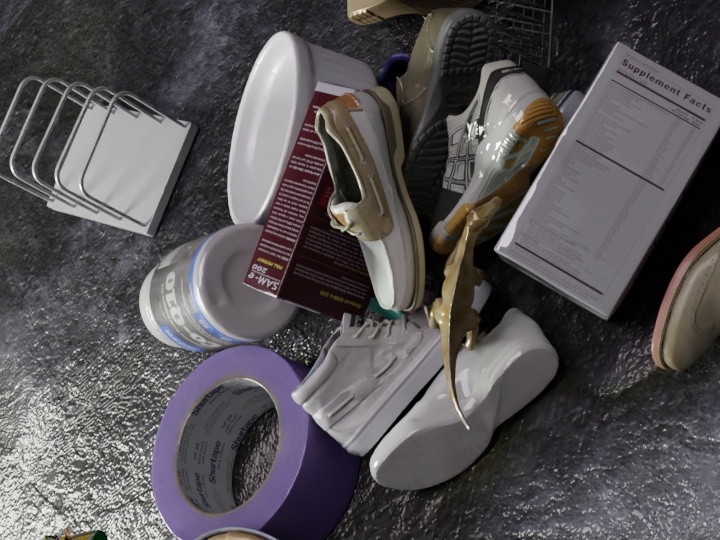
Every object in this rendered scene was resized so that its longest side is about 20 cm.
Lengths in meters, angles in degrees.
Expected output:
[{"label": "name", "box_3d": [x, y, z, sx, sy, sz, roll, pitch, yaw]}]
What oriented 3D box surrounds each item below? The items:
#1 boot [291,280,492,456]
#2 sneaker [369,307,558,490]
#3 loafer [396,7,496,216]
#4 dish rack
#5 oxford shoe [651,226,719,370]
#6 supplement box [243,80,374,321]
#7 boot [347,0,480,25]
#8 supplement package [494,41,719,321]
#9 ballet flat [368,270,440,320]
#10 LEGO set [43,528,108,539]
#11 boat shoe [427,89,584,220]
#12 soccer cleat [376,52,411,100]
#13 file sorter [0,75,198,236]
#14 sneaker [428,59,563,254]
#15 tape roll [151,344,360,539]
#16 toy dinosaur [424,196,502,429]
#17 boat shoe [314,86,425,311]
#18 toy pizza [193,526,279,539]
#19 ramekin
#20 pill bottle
[{"label": "boot", "box_3d": [0.026, 0.065, 1.393, 0.200, 0.096, 0.074, -50, 2, -4]}, {"label": "sneaker", "box_3d": [0.086, 0.114, 1.376, 0.200, 0.075, 0.089, -40, 38, 10]}, {"label": "loafer", "box_3d": [0.068, -0.145, 1.377, 0.070, 0.075, 0.201, 48, 127, 53]}, {"label": "dish rack", "box_3d": [0.140, -0.227, 1.444, 0.153, 0.054, 0.201, 135, 145, -65]}, {"label": "oxford shoe", "box_3d": [0.309, 0.003, 1.231, 0.074, 0.071, 0.200, 38, 96, 41]}, {"label": "supplement box", "box_3d": [-0.019, -0.060, 1.413, 0.061, 0.109, 0.201, 19, 88, 49]}, {"label": "boot", "box_3d": [0.065, -0.348, 1.594, 0.200, 0.072, 0.167, -2, 72, 44]}, {"label": "supplement package", "box_3d": [0.212, -0.072, 1.292, 0.114, 0.110, 0.200, 31, 91, 9]}, {"label": "ballet flat", "box_3d": [0.000, 0.000, 1.501, 0.200, 0.069, 0.071, 20, 66, 39]}, {"label": "LEGO set", "box_3d": [-0.266, 0.332, 1.478, 0.115, 0.200, 0.154, -13, 75, 16]}, {"label": "boat shoe", "box_3d": [0.127, -0.099, 1.398, 0.062, 0.072, 0.200, 46, 121, 5]}, {"label": "soccer cleat", "box_3d": [0.029, -0.120, 1.501, 0.064, 0.084, 0.201, 3, 66, 9]}, {"label": "file sorter", "box_3d": [-0.317, -0.141, 1.784, 0.200, 0.124, 0.139, 14, 79, 43]}, {"label": "sneaker", "box_3d": [0.106, -0.099, 1.336, 0.088, 0.075, 0.200, 58, 139, 26]}, {"label": "tape roll", "box_3d": [-0.103, 0.179, 1.483, 0.199, 0.085, 0.201, -19, 58, 33]}, {"label": "toy dinosaur", "box_3d": [0.080, 0.036, 1.310, 0.058, 0.101, 0.201, 8, 80, 5]}, {"label": "boat shoe", "box_3d": [0.005, -0.057, 1.350, 0.075, 0.068, 0.201, 2, 106, 62]}, {"label": "toy pizza", "box_3d": [-0.105, 0.332, 1.390, 0.200, 0.032, 0.201, 5, 99, 31]}, {"label": "ramekin", "box_3d": [-0.056, -0.130, 1.532, 0.200, 0.097, 0.201, -168, 90, -70]}, {"label": "pill bottle", "box_3d": [-0.145, 0.022, 1.534, 0.200, 0.113, 0.114, -17, 57, 62]}]
